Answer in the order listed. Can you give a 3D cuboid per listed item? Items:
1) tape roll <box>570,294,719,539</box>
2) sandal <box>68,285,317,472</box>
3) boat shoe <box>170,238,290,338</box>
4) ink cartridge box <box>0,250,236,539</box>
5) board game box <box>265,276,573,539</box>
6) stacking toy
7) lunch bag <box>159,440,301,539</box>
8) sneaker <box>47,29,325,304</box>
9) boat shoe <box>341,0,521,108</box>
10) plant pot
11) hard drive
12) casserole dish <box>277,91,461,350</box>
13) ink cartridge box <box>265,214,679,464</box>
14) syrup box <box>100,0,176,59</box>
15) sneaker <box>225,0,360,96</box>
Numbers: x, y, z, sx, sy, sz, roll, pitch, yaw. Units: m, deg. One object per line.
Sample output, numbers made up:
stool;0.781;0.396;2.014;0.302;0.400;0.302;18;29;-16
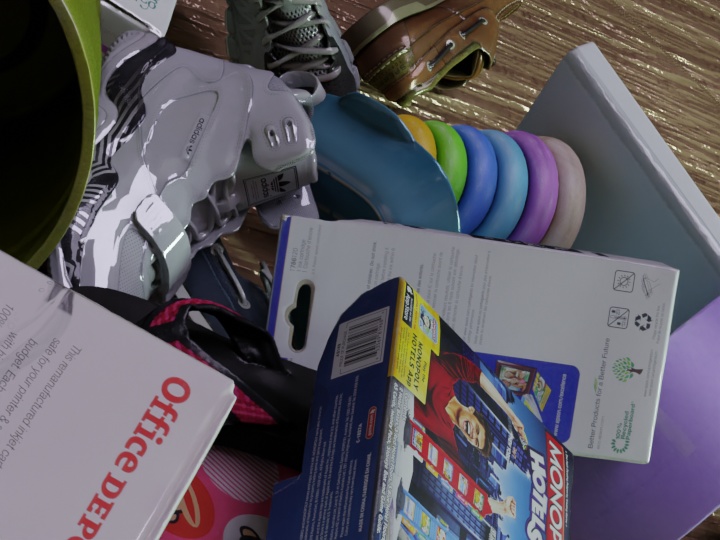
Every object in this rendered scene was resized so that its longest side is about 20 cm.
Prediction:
tape roll;0.158;0.100;1.193;0.085;0.200;0.200;50;30;8
sandal;-0.058;0.045;0.977;0.199;0.045;0.076;19;43;-29
boat shoe;-0.072;0.025;1.108;0.062;0.075;0.200;-24;63;-26
ink cartridge box;-0.170;0.066;0.851;0.199;0.083;0.147;29;45;1
board game box;0.042;0.143;0.966;0.200;0.061;0.201;47;36;-35
stacking toy;0.032;-0.057;1.257;0.199;0.085;0.086;15;42;-34
lunch bag;-0.086;0.139;0.952;0.175;0.082;0.201;17;42;-40
sneaker;-0.081;-0.029;1.049;0.114;0.075;0.201;6;55;5
boat shoe;0.059;-0.157;1.511;0.068;0.072;0.200;55;40;5
plant pot;-0.201;-0.103;1.004;0.200;0.200;0.193;41;19;-10
hard drive;0.164;-0.021;1.318;0.026;0.132;0.201;-23;70;-31
casserole dish;0.000;0.000;1.148;0.039;0.201;0.121;-32;47;-32
ink cartridge box;0.050;0.032;1.065;0.198;0.100;0.039;9;5;-7
syrup box;-0.139;-0.196;1.237;0.078;0.081;0.201;29;48;-19
sneaker;-0.048;-0.151;1.268;0.115;0.074;0.202;-131;-157;-82
